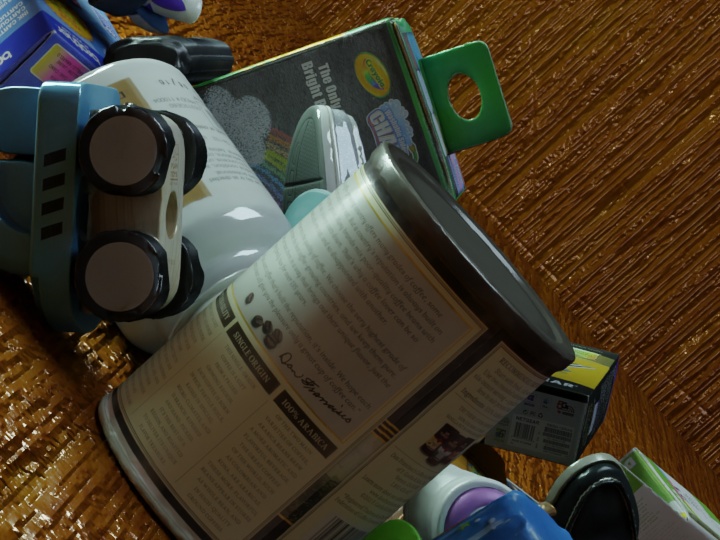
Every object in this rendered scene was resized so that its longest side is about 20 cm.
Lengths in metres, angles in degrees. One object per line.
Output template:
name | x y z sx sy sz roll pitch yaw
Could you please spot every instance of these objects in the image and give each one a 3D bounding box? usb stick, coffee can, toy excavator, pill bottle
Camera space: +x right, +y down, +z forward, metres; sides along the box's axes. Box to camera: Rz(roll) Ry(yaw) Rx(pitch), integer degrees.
usb stick | -0.119 -0.132 1.649 0.200 0.055 0.033 -43 132 -83
coffee can | -0.013 0.054 1.325 0.146 0.200 0.146 47 8 -9
toy excavator | -0.186 -0.067 1.369 0.100 0.199 0.195 -11 103 -81
pill bottle | -0.102 -0.016 1.484 0.200 0.114 0.114 54 10 31

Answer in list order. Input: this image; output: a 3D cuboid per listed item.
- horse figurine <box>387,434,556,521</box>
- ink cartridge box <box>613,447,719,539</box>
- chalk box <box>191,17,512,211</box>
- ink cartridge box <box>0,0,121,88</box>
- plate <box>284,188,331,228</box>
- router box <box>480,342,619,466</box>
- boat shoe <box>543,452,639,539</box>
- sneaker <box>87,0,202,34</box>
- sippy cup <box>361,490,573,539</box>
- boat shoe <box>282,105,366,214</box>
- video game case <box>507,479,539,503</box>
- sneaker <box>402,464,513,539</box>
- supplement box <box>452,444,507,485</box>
horse figurine | 0.046 0.154 1.567 0.200 0.132 0.050 50 -35 9
ink cartridge box | 0.147 0.186 1.729 0.200 0.148 0.076 40 11 -46
chalk box | -0.005 -0.087 1.666 0.124 0.199 0.125 -44 116 -84
ink cartridge box | -0.198 -0.128 1.644 0.136 0.076 0.200 40 13 -45
plate | -0.024 0.053 1.512 0.025 0.201 0.200 -8 40 -24
router box | 0.066 0.070 1.762 0.199 0.052 0.157 14 11 10
boat shoe | 0.151 0.208 1.641 0.066 0.074 0.200 50 -38 47
sneaker | -0.158 -0.201 1.599 0.146 0.081 0.200 32 11 -5
sippy cup | 0.064 0.189 1.348 0.140 0.130 0.178 51 8 13
boat shoe | 0.001 0.001 1.552 0.074 0.065 0.203 152 -72 -65
video game case | 0.120 0.205 1.950 0.200 0.023 0.182 39 13 -46
sneaker | 0.076 0.191 1.471 0.100 0.075 0.201 28 -41 61
supplement box | 0.056 0.150 1.715 0.067 0.069 0.200 46 7 -7
